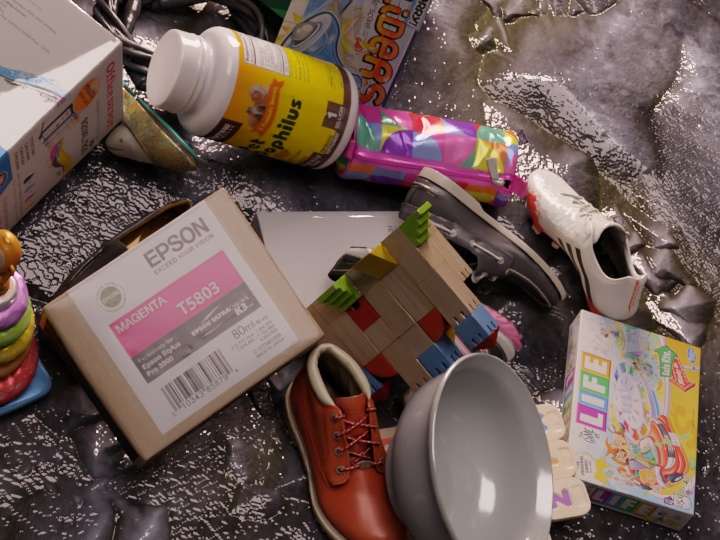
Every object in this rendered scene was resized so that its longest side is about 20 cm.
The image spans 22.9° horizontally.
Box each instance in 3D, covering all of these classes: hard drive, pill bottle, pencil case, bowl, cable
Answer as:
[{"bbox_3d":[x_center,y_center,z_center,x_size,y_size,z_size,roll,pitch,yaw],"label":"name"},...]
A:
[{"bbox_3d":[0.000,0.000,1.767,0.198,0.025,0.133,-1,56,-22],"label":"hard drive"},{"bbox_3d":[-0.108,-0.175,1.772,0.198,0.109,0.110,14,50,-30],"label":"pill bottle"},{"bbox_3d":[0.072,-0.120,1.845,0.198,0.089,0.089,9,52,-12],"label":"pencil case"},{"bbox_3d":[0.084,0.179,1.574,0.200,0.090,0.203,25,59,-50],"label":"bowl"},{"bbox_3d":[-0.187,-0.254,1.875,0.163,0.051,0.199,42,47,22],"label":"cable"}]

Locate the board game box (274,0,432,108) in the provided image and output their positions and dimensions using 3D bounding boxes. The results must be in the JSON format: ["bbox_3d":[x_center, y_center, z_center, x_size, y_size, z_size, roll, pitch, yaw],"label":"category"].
[{"bbox_3d":[-0.010,-0.252,1.837,0.134,0.201,0.035,22,32,-3],"label":"board game box"}]

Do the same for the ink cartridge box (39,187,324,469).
[{"bbox_3d":[-0.159,0.051,1.579,0.199,0.075,0.165,-35,88,-16],"label":"ink cartridge box"}]

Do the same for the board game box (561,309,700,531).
[{"bbox_3d":[0.265,0.145,1.757,0.133,0.034,0.201,17,51,-8],"label":"board game box"}]

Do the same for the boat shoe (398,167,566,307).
[{"bbox_3d":[0.121,-0.019,1.798,0.200,0.073,0.063,40,81,-14],"label":"boat shoe"}]

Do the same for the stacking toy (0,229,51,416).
[{"bbox_3d":[-0.316,0.033,1.508,0.109,0.201,0.117,-21,65,-32],"label":"stacking toy"}]

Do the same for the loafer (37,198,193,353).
[{"bbox_3d":[-0.224,-0.001,1.651,0.073,0.072,0.200,36,52,6],"label":"loafer"}]

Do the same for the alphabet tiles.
[{"bbox_3d":[0.109,0.191,1.661,0.194,0.015,0.201,-8,58,-14],"label":"alphabet tiles"}]

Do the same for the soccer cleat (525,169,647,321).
[{"bbox_3d":[0.236,-0.038,1.845,0.068,0.085,0.201,-9,56,-26],"label":"soccer cleat"}]

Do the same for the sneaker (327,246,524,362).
[{"bbox_3d":[0.053,0.051,1.691,0.199,0.080,0.087,28,76,10],"label":"sneaker"}]

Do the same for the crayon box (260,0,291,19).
[{"bbox_3d":[-0.027,-0.330,1.960,0.172,0.058,0.200,39,41,8],"label":"crayon box"}]

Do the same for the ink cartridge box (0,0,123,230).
[{"bbox_3d":[-0.334,-0.153,1.645,0.144,0.148,0.200,37,65,10],"label":"ink cartridge box"}]

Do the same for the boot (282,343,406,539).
[{"bbox_3d":[-0.009,0.163,1.590,0.074,0.108,0.201,-15,63,-25],"label":"boot"}]

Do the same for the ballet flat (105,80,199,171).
[{"bbox_3d":[-0.240,-0.154,1.769,0.070,0.071,0.200,-30,69,-35],"label":"ballet flat"}]

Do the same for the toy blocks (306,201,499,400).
[{"bbox_3d":[0.040,0.046,1.623,0.137,0.200,0.100,49,33,0],"label":"toy blocks"}]
